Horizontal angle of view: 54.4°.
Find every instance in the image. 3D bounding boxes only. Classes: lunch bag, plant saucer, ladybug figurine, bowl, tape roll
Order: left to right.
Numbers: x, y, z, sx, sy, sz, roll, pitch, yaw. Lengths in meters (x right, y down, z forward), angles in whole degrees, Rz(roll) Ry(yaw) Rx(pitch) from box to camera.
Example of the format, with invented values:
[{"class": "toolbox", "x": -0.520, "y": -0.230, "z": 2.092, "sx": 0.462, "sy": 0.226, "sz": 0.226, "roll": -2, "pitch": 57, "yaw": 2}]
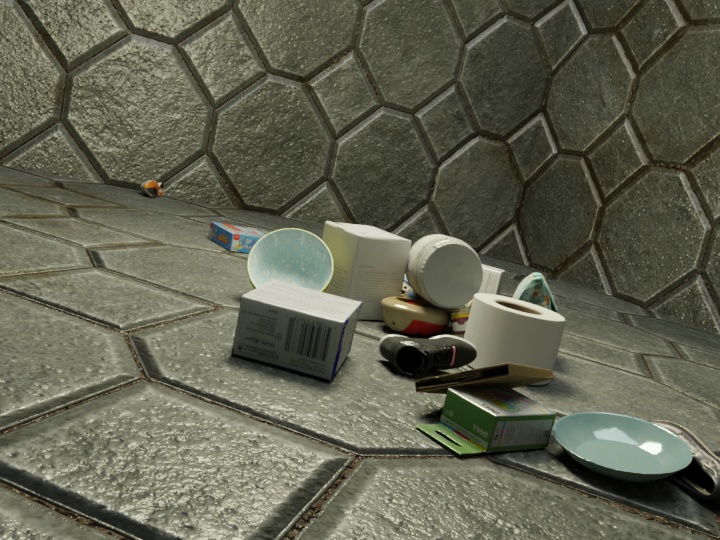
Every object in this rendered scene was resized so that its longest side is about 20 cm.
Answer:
[{"class": "bowl", "x": -0.160, "y": 0.016, "z": 1.610, "sx": 0.196, "sy": 0.203, "sz": 0.108, "roll": 13, "pitch": -34, "yaw": 4}, {"class": "ladybug figurine", "x": 0.131, "y": 0.110, "z": 1.642, "sx": 0.197, "sy": 0.073, "sz": 0.135, "roll": 9, "pitch": 7, "yaw": -32}, {"class": "tape roll", "x": 0.322, "y": 0.144, "z": 1.499, "sx": 0.198, "sy": 0.142, "sz": 0.203, "roll": 14, "pitch": 8, "yaw": -2}, {"class": "lunch bag", "x": 0.409, "y": 0.105, "z": 1.677, "sx": 0.120, "sy": 0.204, "sz": 0.170, "roll": 14, "pitch": 7, "yaw": 13}, {"class": "plant saucer", "x": 0.387, "y": 0.270, "z": 1.049, "sx": 0.196, "sy": 0.040, "sz": 0.201, "roll": 2, "pitch": 12, "yaw": 0}]

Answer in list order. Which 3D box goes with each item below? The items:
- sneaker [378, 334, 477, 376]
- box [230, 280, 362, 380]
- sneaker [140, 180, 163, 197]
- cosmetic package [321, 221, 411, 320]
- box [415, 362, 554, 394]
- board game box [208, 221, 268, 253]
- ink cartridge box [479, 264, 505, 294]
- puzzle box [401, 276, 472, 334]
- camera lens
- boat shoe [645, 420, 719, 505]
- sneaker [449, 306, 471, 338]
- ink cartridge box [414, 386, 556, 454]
[{"class": "sneaker", "x": 0.136, "y": 0.166, "z": 1.322, "sx": 0.196, "sy": 0.072, "sz": 0.099, "roll": 5, "pitch": 11, "yaw": -10}, {"class": "box", "x": -0.107, "y": 0.099, "z": 1.236, "sx": 0.180, "sy": 0.107, "sz": 0.200, "roll": 14, "pitch": 9, "yaw": 7}, {"class": "sneaker", "x": -0.947, "y": -0.364, "z": 3.126, "sx": 0.090, "sy": 0.078, "sz": 0.200, "roll": 5, "pitch": 1, "yaw": 0}, {"class": "cosmetic package", "x": 0.000, "y": 0.000, "z": 1.713, "sx": 0.162, "sy": 0.204, "sz": 0.164, "roll": 5, "pitch": 12, "yaw": -35}, {"class": "box", "x": 0.204, "y": 0.178, "z": 1.132, "sx": 0.161, "sy": 0.022, "sz": 0.199, "roll": -17, "pitch": -19, "yaw": 31}, {"class": "board game box", "x": -0.375, "y": -0.102, "z": 2.306, "sx": 0.193, "sy": 0.057, "sz": 0.199, "roll": 7, "pitch": 10, "yaw": -34}, {"class": "ink cartridge box", "x": 0.317, "y": 0.048, "z": 2.098, "sx": 0.196, "sy": 0.148, "sz": 0.084, "roll": 16, "pitch": 9, "yaw": 20}, {"class": "puzzle box", "x": 0.184, "y": 0.055, "z": 1.773, "sx": 0.198, "sy": 0.134, "sz": 0.026, "roll": 32, "pitch": -31, "yaw": 10}, {"class": "camera lens", "x": 0.195, "y": 0.000, "z": 1.658, "sx": 0.157, "sy": 0.163, "sz": 0.200, "roll": 12, "pitch": 5, "yaw": -8}, {"class": "boat shoe", "x": 0.485, "y": 0.284, "z": 1.066, "sx": 0.062, "sy": 0.074, "sz": 0.200, "roll": 12, "pitch": 13, "yaw": -26}, {"class": "sneaker", "x": 0.256, "y": 0.137, "z": 1.658, "sx": 0.074, "sy": 0.092, "sz": 0.199, "roll": -7, "pitch": -9, "yaw": 25}, {"class": "ink cartridge box", "x": 0.189, "y": 0.222, "z": 1.049, "sx": 0.197, "sy": 0.061, "sz": 0.103, "roll": 7, "pitch": 10, "yaw": -38}]
